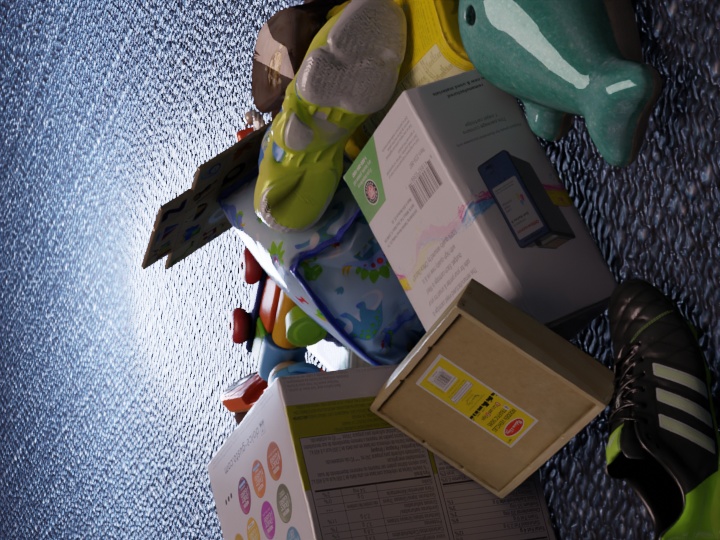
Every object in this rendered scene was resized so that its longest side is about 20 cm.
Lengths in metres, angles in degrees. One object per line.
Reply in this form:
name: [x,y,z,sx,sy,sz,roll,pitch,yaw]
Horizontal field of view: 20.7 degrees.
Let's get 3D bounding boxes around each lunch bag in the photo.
lunch bag: [0.000,0.000,1.643,0.200,0.127,0.170,55,174,-33]

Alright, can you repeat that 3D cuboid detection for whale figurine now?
whale figurine: [0.133,-0.155,1.350,0.200,0.103,0.160,-115,31,-44]

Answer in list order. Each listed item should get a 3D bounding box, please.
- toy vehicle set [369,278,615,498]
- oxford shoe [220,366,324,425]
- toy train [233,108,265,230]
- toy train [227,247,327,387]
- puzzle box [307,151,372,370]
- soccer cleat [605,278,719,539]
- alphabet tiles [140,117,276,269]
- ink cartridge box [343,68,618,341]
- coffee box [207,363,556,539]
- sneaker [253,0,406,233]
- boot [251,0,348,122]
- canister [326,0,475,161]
toy vehicle set: [0.092,0.089,1.411,0.027,0.124,0.200,-57,1,-30]
oxford shoe: [-0.066,0.140,1.936,0.073,0.071,0.200,61,157,-14]
toy train: [-0.108,-0.087,1.917,0.200,0.055,0.151,125,129,-86]
toy train: [-0.058,0.019,1.769,0.116,0.084,0.201,-111,28,-49]
puzzle box: [-0.018,-0.005,1.827,0.133,0.025,0.201,-140,50,-59]
soccer cleat: [0.192,0.094,1.285,0.068,0.081,0.201,121,139,-53]
alphabet tiles: [-0.103,-0.075,1.677,0.006,0.200,0.167,48,150,13]
ink cartridge box: [0.086,-0.027,1.449,0.201,0.087,0.145,63,152,14]
coffee box: [0.016,0.201,1.562,0.200,0.199,0.199,128,133,-57]
sneaker: [-0.034,-0.132,1.541,0.201,0.075,0.105,-61,20,10]
boot: [-0.062,-0.159,1.720,0.200,0.064,0.187,-62,-13,-67]
canister: [0.049,-0.184,1.568,0.200,0.086,0.149,138,125,-60]
